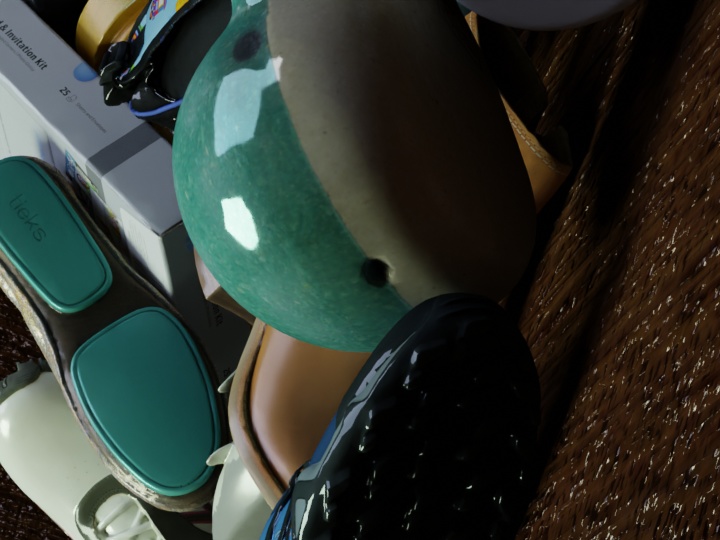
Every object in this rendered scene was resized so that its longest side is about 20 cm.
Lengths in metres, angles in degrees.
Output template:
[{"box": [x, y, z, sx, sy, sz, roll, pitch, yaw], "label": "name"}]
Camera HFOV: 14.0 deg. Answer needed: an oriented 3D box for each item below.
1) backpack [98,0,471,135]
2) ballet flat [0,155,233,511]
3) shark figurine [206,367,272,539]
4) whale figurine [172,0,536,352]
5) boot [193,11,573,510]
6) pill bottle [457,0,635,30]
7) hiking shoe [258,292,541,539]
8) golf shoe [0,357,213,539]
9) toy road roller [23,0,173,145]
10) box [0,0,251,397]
[{"box": [0.000, -0.138, 1.210, 0.200, 0.134, 0.184, -14, 58, 61], "label": "backpack"}, {"box": [-0.112, 0.033, 1.324, 0.201, 0.068, 0.067, 59, 169, 25], "label": "ballet flat"}, {"box": [-0.016, 0.092, 1.216, 0.128, 0.089, 0.215, -24, -27, -49], "label": "shark figurine"}, {"box": [-0.010, -0.057, 0.998, 0.103, 0.159, 0.201, -28, 37, 18], "label": "whale figurine"}, {"box": [0.025, 0.012, 1.082, 0.155, 0.077, 0.201, -38, 46, 23], "label": "boot"}, {"box": [0.061, -0.154, 1.007, 0.200, 0.112, 0.114, -85, 14, -71], "label": "pill bottle"}, {"box": [-0.002, 0.080, 0.970, 0.087, 0.074, 0.201, -113, 38, -50], "label": "hiking shoe"}, {"box": [-0.094, 0.119, 1.364, 0.077, 0.200, 0.088, -44, 20, 11], "label": "golf shoe"}, {"box": [-0.081, -0.085, 1.441, 0.146, 0.122, 0.200, 55, 167, 34], "label": "toy road roller"}, {"box": [-0.126, -0.031, 1.401, 0.041, 0.200, 0.156, -34, -37, -20], "label": "box"}]
